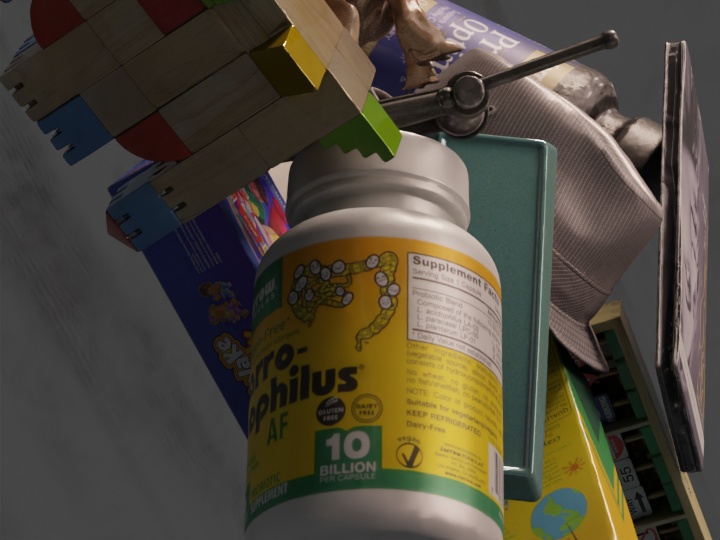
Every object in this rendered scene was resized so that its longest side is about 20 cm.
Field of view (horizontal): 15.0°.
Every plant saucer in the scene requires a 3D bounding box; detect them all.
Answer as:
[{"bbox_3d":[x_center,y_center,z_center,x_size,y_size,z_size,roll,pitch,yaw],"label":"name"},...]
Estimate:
[{"bbox_3d":[0.060,0.017,1.360,0.019,0.070,0.200,100,-4,-63],"label":"plant saucer"}]

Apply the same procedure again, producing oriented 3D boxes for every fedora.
[{"bbox_3d":[0.094,-0.047,1.476,0.200,0.090,0.177,49,9,24],"label":"fedora"}]

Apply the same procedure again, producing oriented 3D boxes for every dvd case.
[{"bbox_3d":[0.183,-0.006,1.542,0.149,0.016,0.200,67,26,-61],"label":"dvd case"}]

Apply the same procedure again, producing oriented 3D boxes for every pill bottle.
[{"bbox_3d":[0.007,0.043,1.216,0.113,0.113,0.200,47,38,-53],"label":"pill bottle"},{"bbox_3d":[0.082,-0.085,1.629,0.200,0.112,0.112,27,1,18],"label":"pill bottle"}]

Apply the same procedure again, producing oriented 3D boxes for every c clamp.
[{"bbox_3d":[0.027,-0.072,1.311,0.200,0.171,0.027,168,-93,-85],"label":"c clamp"}]

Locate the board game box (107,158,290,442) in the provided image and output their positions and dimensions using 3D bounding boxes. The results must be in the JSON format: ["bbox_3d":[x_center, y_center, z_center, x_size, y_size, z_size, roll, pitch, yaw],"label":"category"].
[{"bbox_3d":[-0.043,0.026,1.338,0.200,0.045,0.134,61,11,-6],"label":"board game box"}]

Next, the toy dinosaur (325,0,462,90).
[{"bbox_3d":[-0.013,-0.153,1.332,0.200,0.086,0.136,125,-48,-74],"label":"toy dinosaur"}]

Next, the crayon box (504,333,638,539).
[{"bbox_3d":[0.072,0.133,1.401,0.051,0.127,0.200,54,15,-37],"label":"crayon box"}]

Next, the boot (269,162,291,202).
[{"bbox_3d":[0.000,0.000,1.480,0.200,0.073,0.090,-115,-172,-55],"label":"boot"}]

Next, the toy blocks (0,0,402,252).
[{"bbox_3d":[-0.094,-0.103,1.203,0.200,0.137,0.100,53,22,-17],"label":"toy blocks"}]

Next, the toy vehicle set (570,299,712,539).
[{"bbox_3d":[0.125,0.124,1.589,0.027,0.124,0.200,-76,146,-66],"label":"toy vehicle set"}]
